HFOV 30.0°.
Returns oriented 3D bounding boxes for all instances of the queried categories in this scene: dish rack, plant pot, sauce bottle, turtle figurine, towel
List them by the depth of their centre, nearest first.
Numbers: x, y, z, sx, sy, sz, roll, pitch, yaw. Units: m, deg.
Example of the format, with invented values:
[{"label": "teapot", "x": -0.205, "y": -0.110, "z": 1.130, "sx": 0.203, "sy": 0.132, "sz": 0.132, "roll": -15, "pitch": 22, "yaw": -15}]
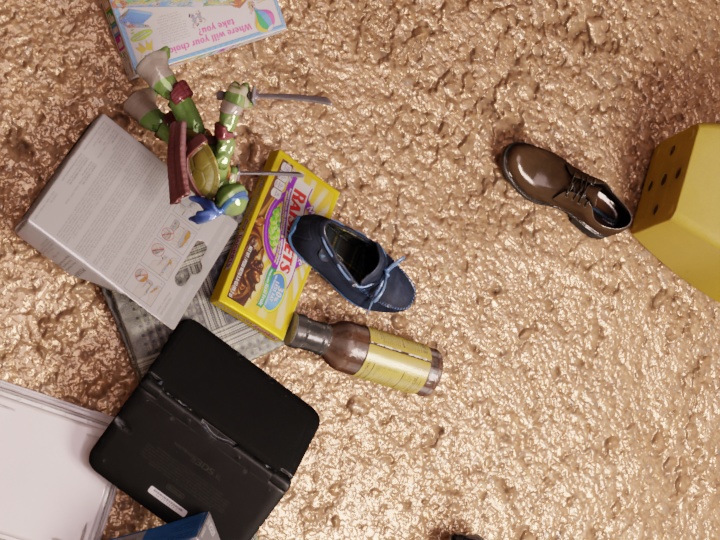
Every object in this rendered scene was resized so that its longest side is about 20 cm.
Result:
[{"label": "dish rack", "x": -0.355, "y": 0.221, "z": 1.455, "sx": 0.198, "sy": 0.043, "sz": 0.174, "roll": 22, "pitch": 78, "yaw": -21}, {"label": "turtle figurine", "x": -0.158, "y": -0.159, "z": 1.502, "sx": 0.200, "sy": 0.144, "sz": 0.194, "roll": -43, "pitch": 79, "yaw": -6}, {"label": "towel", "x": -0.193, "y": 0.029, "z": 1.551, "sx": 0.198, "sy": 0.034, "sz": 0.195, "roll": -21, "pitch": 98, "yaw": -26}, {"label": "sauce bottle", "x": 0.003, "y": 0.096, "z": 1.608, "sx": 0.198, "sy": 0.065, "sz": 0.066, "roll": 21, "pitch": 78, "yaw": -24}, {"label": "plant pot", "x": 0.476, "y": -0.088, "z": 1.775, "sx": 0.174, "sy": 0.200, "sz": 0.202, "roll": 21, "pitch": 78, "yaw": -10}]

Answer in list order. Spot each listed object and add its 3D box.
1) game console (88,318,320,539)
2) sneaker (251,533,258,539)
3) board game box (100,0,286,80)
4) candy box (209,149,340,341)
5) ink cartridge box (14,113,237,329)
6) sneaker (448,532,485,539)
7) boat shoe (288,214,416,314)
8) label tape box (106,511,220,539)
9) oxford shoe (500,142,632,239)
[{"label": "game console", "x": -0.170, "y": 0.188, "z": 1.497, "sx": 0.199, "sy": 0.116, "sz": 0.177, "roll": 36, "pitch": 98, "yaw": -6}, {"label": "sneaker", "x": -0.139, "y": 0.308, "z": 1.522, "sx": 0.077, "sy": 0.085, "sz": 0.203, "roll": -20, "pitch": 94, "yaw": -24}, {"label": "board game box", "x": -0.198, "y": -0.316, "z": 1.565, "sx": 0.198, "sy": 0.034, "sz": 0.136, "roll": -21, "pitch": 95, "yaw": -24}, {"label": "candy box", "x": -0.098, "y": -0.030, "z": 1.573, "sx": 0.102, "sy": 0.026, "sz": 0.202, "roll": 34, "pitch": 66, "yaw": -33}, {"label": "ink cartridge box", "x": -0.258, "y": -0.049, "z": 1.496, "sx": 0.200, "sy": 0.057, "sz": 0.164, "roll": 41, "pitch": 58, "yaw": -20}, {"label": "sneaker", "x": 0.108, "y": 0.401, "z": 1.623, "sx": 0.201, "sy": 0.077, "sz": 0.148, "roll": -18, "pitch": 105, "yaw": -34}, {"label": "boat shoe", "x": 0.000, "y": 0.000, "z": 1.594, "sx": 0.199, "sy": 0.068, "sz": 0.085, "roll": 26, "pitch": 71, "yaw": -38}, {"label": "label tape box", "x": -0.199, "y": 0.378, "z": 1.451, "sx": 0.142, "sy": 0.063, "sz": 0.202, "roll": -17, "pitch": 104, "yaw": 9}, {"label": "oxford shoe", "x": 0.272, "y": -0.110, "z": 1.736, "sx": 0.198, "sy": 0.084, "sz": 0.073, "roll": 27, "pitch": 78, "yaw": -19}]
